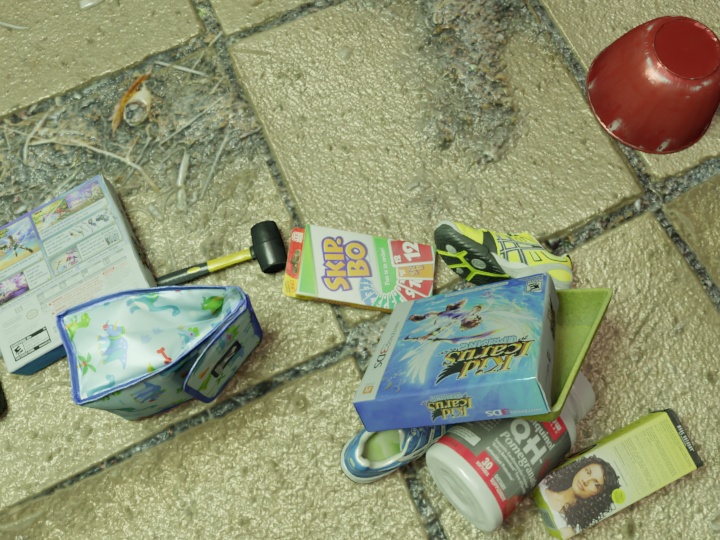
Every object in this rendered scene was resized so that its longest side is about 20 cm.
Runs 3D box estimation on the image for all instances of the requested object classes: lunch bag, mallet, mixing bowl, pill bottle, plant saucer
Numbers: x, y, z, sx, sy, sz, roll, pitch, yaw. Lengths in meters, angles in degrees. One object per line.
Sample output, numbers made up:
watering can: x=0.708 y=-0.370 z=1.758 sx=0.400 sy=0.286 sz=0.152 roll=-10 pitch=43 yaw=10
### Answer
lunch bag: x=-0.213 y=0.088 z=0.703 sx=0.196 sy=0.171 sz=0.130 roll=-21 pitch=74 yaw=-10
mallet: x=-0.196 y=-0.016 z=0.809 sx=0.195 sy=0.041 sz=0.067 roll=-11 pitch=74 yaw=-1
mixing bowl: x=0.440 y=-0.283 z=0.871 sx=0.195 sy=0.109 sz=0.205 roll=1 pitch=73 yaw=-2
pill bottle: x=0.179 y=0.191 z=0.708 sx=0.199 sy=0.111 sz=0.111 roll=-37 pitch=77 yaw=-21
plant saucer: x=0.173 y=0.100 z=0.700 sx=0.200 sy=0.197 sz=0.049 roll=-46 pitch=119 yaw=-39

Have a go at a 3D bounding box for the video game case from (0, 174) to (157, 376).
video game case: x=-0.381 y=0.004 z=0.782 sx=0.197 sy=0.046 sz=0.184 roll=-28 pitch=76 yaw=-4

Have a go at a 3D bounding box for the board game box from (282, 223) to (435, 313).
board game box: x=0.000 y=0.000 z=0.801 sx=0.195 sy=0.030 sz=0.098 roll=9 pitch=72 yaw=-5

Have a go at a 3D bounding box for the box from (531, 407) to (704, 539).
box: x=0.304 y=0.243 z=0.733 sx=0.197 sy=0.050 sz=0.076 roll=-25 pitch=76 yaw=-9

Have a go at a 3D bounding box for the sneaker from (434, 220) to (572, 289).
sneaker: x=0.188 y=-0.018 z=0.806 sx=0.197 sy=0.076 sz=0.078 roll=27 pitch=66 yaw=-4

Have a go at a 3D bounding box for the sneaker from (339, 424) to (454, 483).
sneaker: x=0.068 y=0.192 z=0.728 sx=0.198 sy=0.077 sz=0.076 roll=-30 pitch=74 yaw=-13

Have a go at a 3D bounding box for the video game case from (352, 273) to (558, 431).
video game case: x=0.108 y=0.085 z=0.661 sx=0.196 sy=0.046 sz=0.182 roll=-14 pitch=26 yaw=28

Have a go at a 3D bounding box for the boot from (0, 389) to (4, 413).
boot: x=-0.531 y=0.119 z=0.743 sx=0.129 sy=0.068 sz=0.203 roll=-25 pitch=74 yaw=-3
